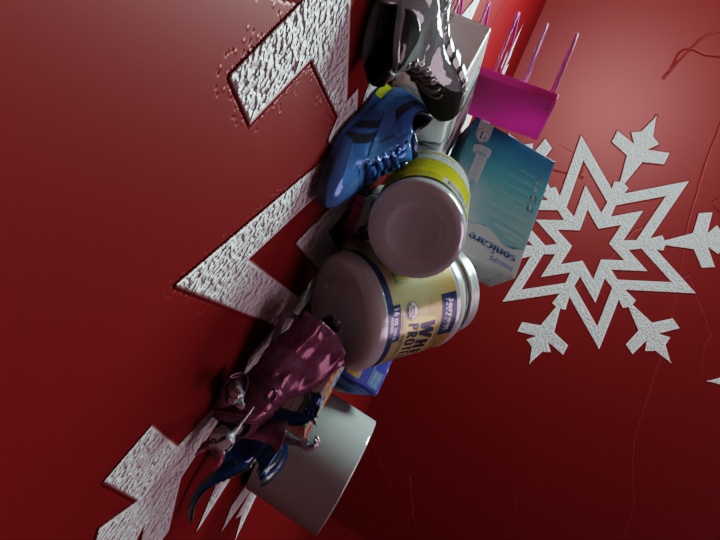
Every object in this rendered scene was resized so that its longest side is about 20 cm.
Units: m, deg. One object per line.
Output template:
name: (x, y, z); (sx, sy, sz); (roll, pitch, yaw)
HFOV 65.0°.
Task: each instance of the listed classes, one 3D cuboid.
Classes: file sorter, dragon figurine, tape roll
file sorter: (0.220, -0.322, 0.888); (0.139, 0.196, 0.128); (53, 61, -79)
dragon figurine: (-0.120, 0.214, 0.669); (0.202, 0.098, 0.059); (-59, 169, -31)
tape roll: (-0.079, 0.304, 0.934); (0.205, 0.137, 0.203); (-59, 174, -10)

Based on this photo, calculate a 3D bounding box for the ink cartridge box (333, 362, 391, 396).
ink cartridge box: (0.002, 0.136, 0.976); (0.138, 0.076, 0.199); (-62, -163, -19)

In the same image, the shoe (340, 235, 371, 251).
shoe: (0.000, 0.000, 0.867); (0.200, 0.068, 0.055); (83, 26, -76)

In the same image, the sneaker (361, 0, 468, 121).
sneaker: (0.049, -0.212, 0.586); (0.116, 0.074, 0.201); (-52, 145, -20)

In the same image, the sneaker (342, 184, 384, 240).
sneaker: (0.034, -0.076, 0.851); (0.082, 0.073, 0.200); (-67, 171, 17)

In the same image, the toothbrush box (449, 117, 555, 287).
toothbrush box: (0.188, -0.100, 0.860); (0.204, 0.144, 0.085); (-67, -172, -15)

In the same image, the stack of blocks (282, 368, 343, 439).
stack of blocks: (-0.055, 0.127, 0.814); (0.202, 0.058, 0.116); (-59, 168, -31)

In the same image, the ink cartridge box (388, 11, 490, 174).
ink cartridge box: (0.103, -0.235, 0.803); (0.148, 0.083, 0.201); (-61, 169, -20)

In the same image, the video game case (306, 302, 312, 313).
video game case: (-0.094, 0.136, 0.856); (0.144, 0.019, 0.202); (-57, 168, -39)

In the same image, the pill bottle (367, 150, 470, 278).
pill bottle: (0.079, -0.081, 0.697); (0.201, 0.110, 0.114); (-63, 174, -63)

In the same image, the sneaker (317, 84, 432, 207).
sneaker: (0.021, -0.137, 0.637); (0.202, 0.077, 0.067); (-57, 170, -34)

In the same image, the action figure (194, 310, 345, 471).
action figure: (-0.107, 0.122, 0.619); (0.199, 0.147, 0.136); (-42, 128, -22)

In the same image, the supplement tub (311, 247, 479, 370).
supplement tub: (0.049, 0.038, 0.743); (0.196, 0.145, 0.147); (-10, 133, -37)
